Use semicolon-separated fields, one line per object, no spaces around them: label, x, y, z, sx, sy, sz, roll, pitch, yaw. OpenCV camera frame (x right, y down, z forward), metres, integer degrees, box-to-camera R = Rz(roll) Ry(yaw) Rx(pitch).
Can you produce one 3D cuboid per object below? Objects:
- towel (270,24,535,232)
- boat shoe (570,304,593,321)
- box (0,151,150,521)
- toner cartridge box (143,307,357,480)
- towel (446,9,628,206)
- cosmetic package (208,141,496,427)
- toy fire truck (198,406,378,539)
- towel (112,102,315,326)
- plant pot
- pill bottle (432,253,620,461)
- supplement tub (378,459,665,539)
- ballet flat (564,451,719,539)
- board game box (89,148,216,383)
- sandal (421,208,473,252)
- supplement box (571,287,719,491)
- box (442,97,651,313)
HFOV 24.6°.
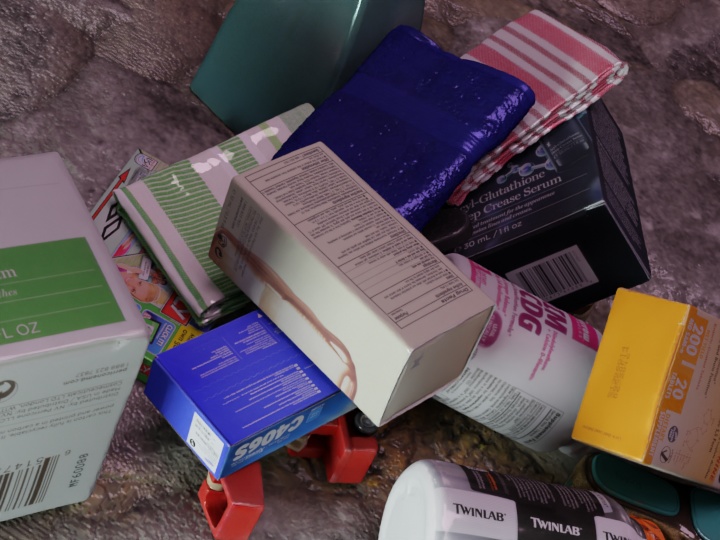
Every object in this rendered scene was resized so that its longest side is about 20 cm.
towel;0.034;-0.108;1.368;0.147;0.050;0.200;29;58;24
boat shoe;0.208;-0.037;1.537;0.075;0.074;0.201;20;44;-10
box;-0.277;0.056;1.103;0.197;0.201;0.172;-11;54;-33
toner cartridge box;-0.057;0.075;1.246;0.199;0.043;0.095;-24;61;-39
towel;0.120;-0.148;1.451;0.199;0.030;0.146;-35;40;-8
cosmetic package;-0.009;0.007;1.238;0.103;0.088;0.200;-23;58;-40
toy fire truck;-0.060;0.112;1.277;0.140;0.049;0.201;5;48;-22
towel;-0.085;-0.052;1.352;0.199;0.023;0.153;-27;62;-24
plant pot;-0.033;-0.213;1.478;0.141;0.201;0.141;44;45;16
pill bottle;0.133;0.079;1.355;0.199;0.113;0.114;28;42;-16
supplement tub;0.121;0.216;1.225;0.198;0.123;0.123;13;46;-17
ballet flat;0.254;0.207;1.346;0.198;0.071;0.071;23;44;-13
board game box;-0.168;-0.003;1.339;0.134;0.029;0.201;28;43;-1
sandal;0.000;0.000;1.365;0.198;0.045;0.075;-15;28;0
supplement box;0.266;0.103;1.315;0.073;0.127;0.199;14;-5;43
box;0.158;-0.066;1.454;0.107;0.147;0.201;51;24;-37
